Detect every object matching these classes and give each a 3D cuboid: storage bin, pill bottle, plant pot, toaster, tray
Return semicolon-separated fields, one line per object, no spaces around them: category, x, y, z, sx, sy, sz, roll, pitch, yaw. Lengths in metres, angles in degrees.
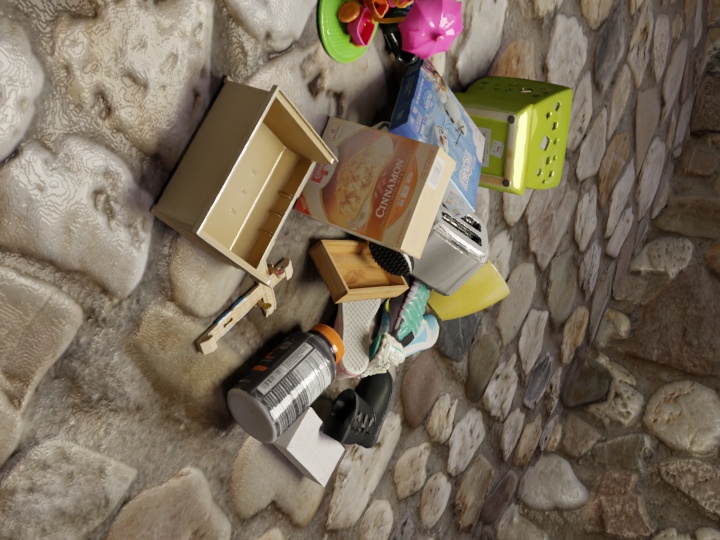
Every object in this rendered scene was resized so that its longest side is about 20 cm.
storage bin;-0.140;-0.108;0.970;0.202;0.093;0.199;-63;149;-10
pill bottle;-0.109;0.169;1.181;0.200;0.105;0.107;-42;141;-39
plant pot;0.278;-0.259;1.455;0.181;0.197;0.203;-27;126;-46
plant pot;0.184;0.017;1.516;0.142;0.200;0.200;-40;147;0
toaster;0.138;-0.054;1.339;0.199;0.129;0.115;32;40;-22
tray;0.000;0.000;1.265;0.037;0.100;0.199;-37;162;28

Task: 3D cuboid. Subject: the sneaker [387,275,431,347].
sneaker;0.075;0.061;1.402;0.201;0.086;0.075;-62;144;-35

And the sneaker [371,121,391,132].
sneaker;0.087;-0.149;1.245;0.198;0.079;0.131;29;49;-45

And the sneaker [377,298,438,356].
sneaker;0.108;0.095;1.519;0.199;0.079;0.132;-23;129;-52

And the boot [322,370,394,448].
boot;-0.001;0.248;1.411;0.200;0.065;0.167;41;58;-63

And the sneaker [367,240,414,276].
sneaker;0.042;-0.083;1.257;0.201;0.069;0.091;52;52;-27

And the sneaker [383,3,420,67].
sneaker;0.086;-0.419;1.162;0.112;0.076;0.202;-53;154;-42

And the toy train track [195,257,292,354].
toy train track;-0.160;0.053;1.097;0.200;0.032;0.116;-45;143;-34

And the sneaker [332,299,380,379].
sneaker;-0.021;0.099;1.328;0.105;0.074;0.203;138;-35;-58

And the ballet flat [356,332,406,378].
ballet flat;0.031;0.160;1.340;0.072;0.071;0.200;-57;-174;-19

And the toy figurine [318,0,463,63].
toy figurine;0.067;-0.375;1.054;0.202;0.182;0.150;-62;149;-13

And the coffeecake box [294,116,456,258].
coffeecake box;0.020;-0.126;1.114;0.073;0.198;0.156;22;89;-60

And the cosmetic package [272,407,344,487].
cosmetic package;-0.095;0.314;1.346;0.083;0.050;0.201;-60;149;-24

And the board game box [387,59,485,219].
board game box;0.133;-0.224;1.241;0.199;0.043;0.202;47;39;-30
